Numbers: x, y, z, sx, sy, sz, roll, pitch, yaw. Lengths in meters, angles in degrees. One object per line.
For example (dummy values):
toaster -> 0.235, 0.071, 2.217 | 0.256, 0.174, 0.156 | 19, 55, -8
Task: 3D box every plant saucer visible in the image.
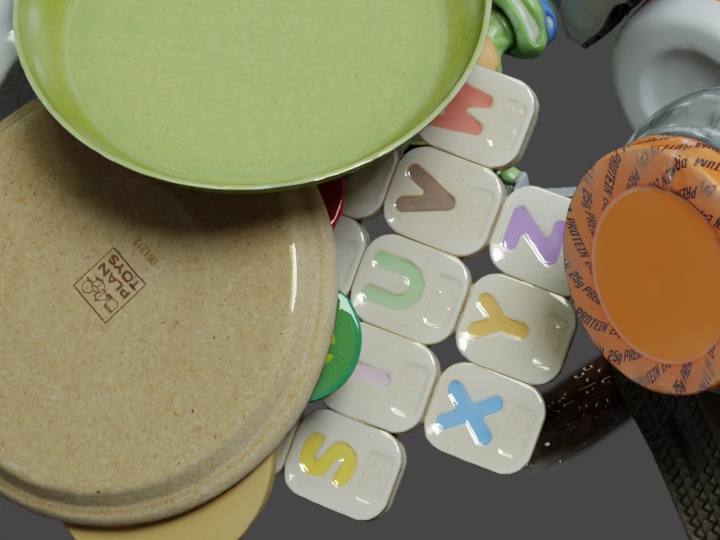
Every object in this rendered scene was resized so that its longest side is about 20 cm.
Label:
plant saucer -> -0.045, -0.106, 0.747 | 0.198, 0.031, 0.202 | 0, 56, 0

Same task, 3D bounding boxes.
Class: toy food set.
toy food set -> -0.097, 0.011, 0.754 | 0.199, 0.049, 0.199 | 31, 86, 17

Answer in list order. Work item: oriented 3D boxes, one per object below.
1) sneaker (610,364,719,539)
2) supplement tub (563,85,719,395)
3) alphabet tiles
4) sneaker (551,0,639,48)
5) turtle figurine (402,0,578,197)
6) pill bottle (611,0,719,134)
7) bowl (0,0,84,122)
sneaker -> 0.165, 0.054, 0.786 | 0.075, 0.071, 0.201 | 7, 50, -23
supplement tub -> 0.183, -0.022, 0.723 | 0.199, 0.123, 0.123 | -16, 50, -38
alphabet tiles -> 0.000, 0.000, 0.769 | 0.194, 0.015, 0.202 | 21, 90, 15
sneaker -> 0.119, -0.167, 0.835 | 0.074, 0.200, 0.079 | -42, 91, -15
turtle figurine -> 0.020, -0.089, 0.822 | 0.193, 0.145, 0.200 | -28, 31, -9
pill bottle -> 0.222, -0.137, 0.903 | 0.109, 0.110, 0.200 | 32, 57, 22
bowl -> -0.169, -0.110, 0.814 | 0.094, 0.201, 0.200 | 40, 60, 19
